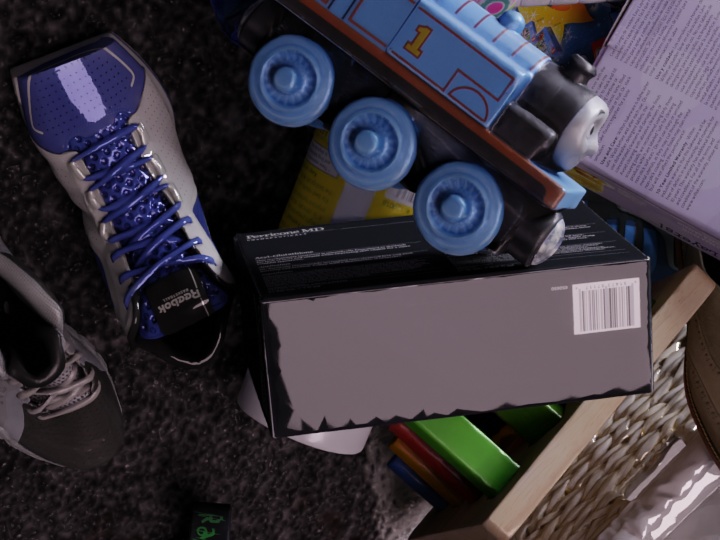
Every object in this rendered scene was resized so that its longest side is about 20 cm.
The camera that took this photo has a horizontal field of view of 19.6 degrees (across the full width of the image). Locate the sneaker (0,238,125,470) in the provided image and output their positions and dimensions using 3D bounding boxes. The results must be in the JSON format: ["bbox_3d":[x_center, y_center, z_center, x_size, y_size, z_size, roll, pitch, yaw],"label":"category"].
[{"bbox_3d":[-0.179,0.055,1.134,0.075,0.115,0.200,-40,124,-10],"label":"sneaker"}]

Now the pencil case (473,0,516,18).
[{"bbox_3d":[0.059,-0.176,1.116,0.087,0.088,0.200,12,135,-33],"label":"pencil case"}]

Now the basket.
[{"bbox_3d":[0.208,0.165,1.375,0.198,0.161,0.200,-45,127,-7],"label":"basket"}]

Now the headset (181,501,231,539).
[{"bbox_3d":[-0.083,0.225,1.262,0.093,0.124,0.201,5,140,-5],"label":"headset"}]

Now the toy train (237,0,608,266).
[{"bbox_3d":[0.033,-0.091,1.037,0.115,0.200,0.087,-55,168,12],"label":"toy train"}]

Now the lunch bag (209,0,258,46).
[{"bbox_3d":[-0.017,-0.212,1.105,0.150,0.094,0.200,-43,164,-21],"label":"lunch bag"}]

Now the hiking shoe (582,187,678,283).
[{"bbox_3d":[0.159,-0.033,1.338,0.086,0.075,0.200,-33,130,17],"label":"hiking shoe"}]

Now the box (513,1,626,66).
[{"bbox_3d":[0.128,-0.183,1.265,0.199,0.038,0.137,-28,121,-18],"label":"box"}]

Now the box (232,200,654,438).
[{"bbox_3d":[0.040,0.021,1.101,0.199,0.141,0.079,-6,108,-7],"label":"box"}]

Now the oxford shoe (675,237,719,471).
[{"bbox_3d":[0.226,0.040,1.245,0.070,0.075,0.201,-12,73,1],"label":"oxford shoe"}]

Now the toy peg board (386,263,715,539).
[{"bbox_3d":[0.089,0.063,1.269,0.098,0.199,0.200,42,75,-2],"label":"toy peg board"}]

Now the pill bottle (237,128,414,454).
[{"bbox_3d":[0.000,0.000,1.220,0.111,0.111,0.201,16,101,-34],"label":"pill bottle"}]

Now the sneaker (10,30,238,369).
[{"bbox_3d":[-0.113,-0.026,1.135,0.080,0.115,0.200,-26,120,-8],"label":"sneaker"}]

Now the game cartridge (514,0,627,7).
[{"bbox_3d":[0.123,-0.244,1.173,0.129,0.038,0.201,-10,127,-31],"label":"game cartridge"}]

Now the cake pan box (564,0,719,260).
[{"bbox_3d":[0.234,-0.107,1.219,0.201,0.183,0.052,-61,170,-9],"label":"cake pan box"}]
